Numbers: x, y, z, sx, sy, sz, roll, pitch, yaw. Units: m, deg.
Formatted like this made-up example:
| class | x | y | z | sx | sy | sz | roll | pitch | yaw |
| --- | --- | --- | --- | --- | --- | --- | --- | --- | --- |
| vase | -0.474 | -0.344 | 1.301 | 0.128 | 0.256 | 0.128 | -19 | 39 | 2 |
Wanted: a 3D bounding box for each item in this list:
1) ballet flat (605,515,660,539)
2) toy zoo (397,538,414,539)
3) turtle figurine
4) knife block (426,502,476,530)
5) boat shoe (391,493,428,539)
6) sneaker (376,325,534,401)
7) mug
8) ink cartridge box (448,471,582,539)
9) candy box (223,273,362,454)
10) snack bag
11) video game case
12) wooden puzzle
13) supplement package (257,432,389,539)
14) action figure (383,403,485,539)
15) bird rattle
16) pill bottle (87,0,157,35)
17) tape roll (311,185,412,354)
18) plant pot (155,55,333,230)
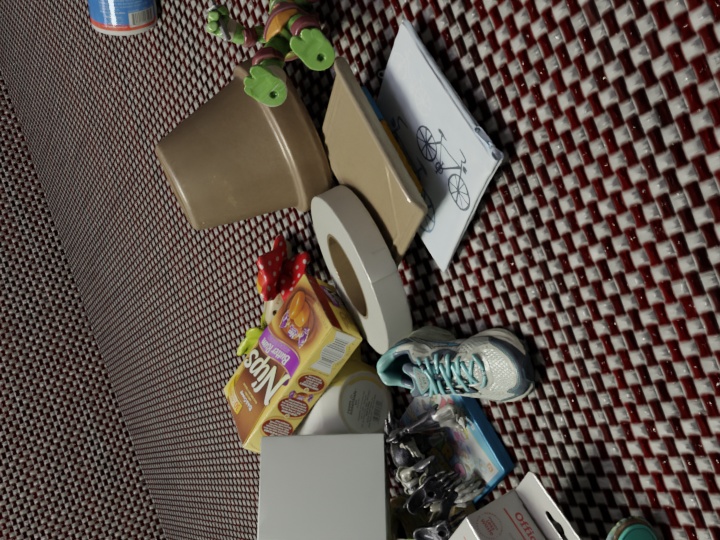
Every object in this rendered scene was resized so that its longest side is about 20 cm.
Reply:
| class | x | y | z | sx | sy | sz | roll | pitch | yaw |
| --- | --- | --- | --- | --- | --- | --- | --- | --- | --- |
| ballet flat | 0.248 | 0.312 | 0.864 | 0.074 | 0.073 | 0.204 | 4 | 107 | 62 |
| toy zoo | 0.134 | 0.352 | 1.003 | 0.020 | 0.196 | 0.134 | 39 | -130 | -64 |
| turtle figurine | -0.100 | -0.284 | 1.015 | 0.196 | 0.141 | 0.203 | -105 | 9 | -48 |
| knife block | 0.151 | 0.381 | 1.098 | 0.064 | 0.173 | 0.203 | -34 | 38 | 56 |
| boat shoe | 0.066 | 0.347 | 1.222 | 0.200 | 0.062 | 0.075 | -156 | 49 | -68 |
| sneaker | 0.094 | 0.108 | 0.983 | 0.198 | 0.085 | 0.079 | -4 | 103 | 54 |
| mug | -0.041 | 0.167 | 1.246 | 0.152 | 0.148 | 0.189 | -21 | 96 | 56 |
| ink cartridge box | 0.136 | 0.293 | 0.901 | 0.116 | 0.067 | 0.201 | 55 | 146 | 26 |
| candy box | -0.090 | 0.121 | 1.200 | 0.201 | 0.056 | 0.117 | -55 | 36 | 17 |
| snack bag | 0.067 | -0.126 | 0.961 | 0.190 | 0.021 | 0.201 | 60 | 155 | 24 |
| video game case | 0.104 | 0.208 | 1.123 | 0.144 | 0.018 | 0.201 | 60 | 152 | 23 |
| wooden puzzle | 0.014 | -0.108 | 1.027 | 0.187 | 0.037 | 0.200 | 63 | 165 | 16 |
| supplement package | -0.038 | 0.297 | 1.152 | 0.201 | 0.148 | 0.154 | 83 | -174 | -66 |
| action figure | 0.082 | 0.217 | 1.047 | 0.200 | 0.100 | 0.121 | -106 | -4 | -74 |
| bird rattle | -0.122 | 0.026 | 1.340 | 0.164 | 0.110 | 0.203 | -99 | 9 | -53 |
| pill bottle | -0.387 | -0.489 | 1.508 | 0.112 | 0.111 | 0.203 | 42 | 141 | 44 |
| tape roll | 0.000 | 0.000 | 1.110 | 0.205 | 0.037 | 0.204 | 61 | 168 | 23 |
| plant pot | -0.152 | -0.140 | 1.163 | 0.202 | 0.172 | 0.201 | 60 | 169 | 19 |
